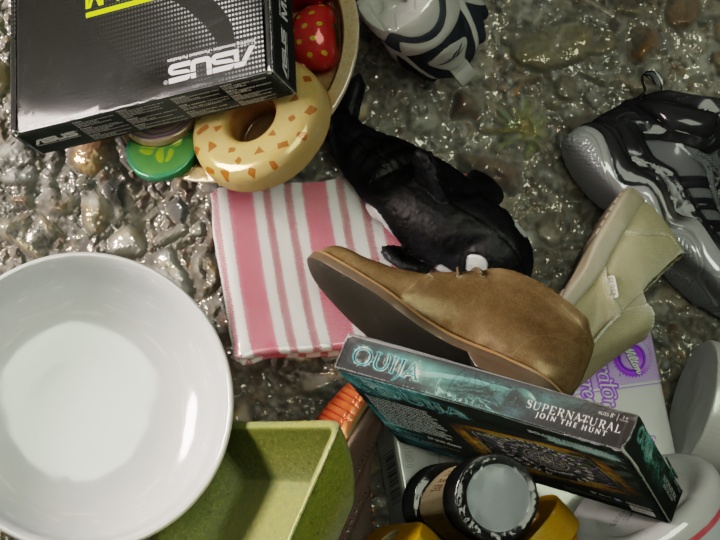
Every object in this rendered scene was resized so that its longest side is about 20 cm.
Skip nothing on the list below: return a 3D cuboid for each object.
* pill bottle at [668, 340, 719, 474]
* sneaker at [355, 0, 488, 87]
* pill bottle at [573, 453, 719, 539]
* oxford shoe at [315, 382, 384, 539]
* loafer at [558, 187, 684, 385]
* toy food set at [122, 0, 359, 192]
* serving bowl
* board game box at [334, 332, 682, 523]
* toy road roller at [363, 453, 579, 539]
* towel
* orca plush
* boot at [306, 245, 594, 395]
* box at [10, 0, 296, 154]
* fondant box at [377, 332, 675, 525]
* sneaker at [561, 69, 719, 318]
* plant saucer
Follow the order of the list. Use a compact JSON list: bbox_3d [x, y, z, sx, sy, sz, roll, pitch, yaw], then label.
[{"bbox_3d":[0.326,0.118,1.506,0.200,0.110,0.110,15,74,-9],"label":"pill bottle"},{"bbox_3d":[0.028,-0.204,1.546,0.079,0.130,0.199,-42,49,2],"label":"sneaker"},{"bbox_3d":[0.227,0.231,1.435,0.109,0.109,0.200,-35,112,-17],"label":"pill bottle"},{"bbox_3d":[-0.017,0.163,1.445,0.073,0.071,0.200,25,90,-14],"label":"oxford shoe"},{"bbox_3d":[0.162,0.036,1.453,0.068,0.076,0.200,29,71,4],"label":"loafer"},{"bbox_3d":[-0.096,-0.151,1.475,0.198,0.049,0.200,11,77,25],"label":"toy food set"},{"bbox_3d":[-0.186,0.093,1.429,0.200,0.066,0.201,2,75,-8],"label":"serving bowl"},{"bbox_3d":[0.095,0.099,1.348,0.200,0.135,0.028,15,71,26],"label":"board game box"},{"bbox_3d":[0.062,0.219,1.365,0.200,0.123,0.146,-44,95,-17],"label":"toy road roller"},{"bbox_3d":[0.000,0.000,1.485,0.200,0.030,0.147,-3,53,-9],"label":"towel"},{"bbox_3d":[0.047,-0.070,1.480,0.105,0.071,0.200,-22,59,-21],"label":"orca plush"},{"bbox_3d":[0.059,0.026,1.401,0.200,0.074,0.076,28,70,17],"label":"boot"},{"bbox_3d":[-0.144,-0.192,1.456,0.200,0.048,0.194,-11,66,20],"label":"box"},{"bbox_3d":[0.114,0.114,1.492,0.200,0.058,0.145,-7,78,-14],"label":"fondant box"},{"bbox_3d":[0.250,-0.057,1.549,0.200,0.075,0.114,45,75,4],"label":"sneaker"},{"bbox_3d":[-0.080,0.196,1.372,0.048,0.200,0.200,31,72,-23],"label":"plant saucer"}]
